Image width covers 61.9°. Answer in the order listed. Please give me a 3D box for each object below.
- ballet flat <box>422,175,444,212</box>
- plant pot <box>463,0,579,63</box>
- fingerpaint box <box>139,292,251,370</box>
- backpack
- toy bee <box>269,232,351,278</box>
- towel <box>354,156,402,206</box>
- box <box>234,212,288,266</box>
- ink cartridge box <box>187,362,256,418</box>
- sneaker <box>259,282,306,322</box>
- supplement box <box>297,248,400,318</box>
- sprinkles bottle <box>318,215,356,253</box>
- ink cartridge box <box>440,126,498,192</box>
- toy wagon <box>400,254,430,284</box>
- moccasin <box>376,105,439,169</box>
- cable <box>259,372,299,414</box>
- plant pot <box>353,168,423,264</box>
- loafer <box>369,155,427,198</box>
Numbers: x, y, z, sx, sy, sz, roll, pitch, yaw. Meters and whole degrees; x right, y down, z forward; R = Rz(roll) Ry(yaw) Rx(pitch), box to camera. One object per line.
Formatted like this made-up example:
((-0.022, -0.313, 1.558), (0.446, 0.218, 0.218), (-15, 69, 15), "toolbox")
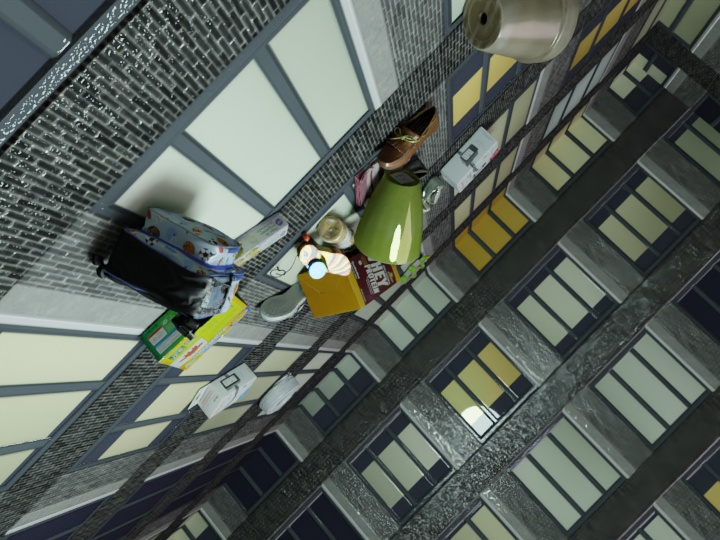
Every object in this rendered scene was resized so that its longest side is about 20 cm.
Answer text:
((0.222, -0.236, 2.055), (0.067, 0.064, 0.201), (-31, 161, -46), "ballet flat")
((0.308, -0.519, 1.222), (0.171, 0.202, 0.201), (-18, 156, -27), "plant pot")
((-0.347, 0.111, 1.286), (0.200, 0.073, 0.167), (-43, 167, -7), "fingerpaint box")
((-0.275, -0.005, 0.942), (0.156, 0.198, 0.190), (-57, 171, -2), "backpack")
((-0.114, -0.036, 1.495), (0.197, 0.130, 0.111), (-13, 122, -37), "toy bee")
((0.062, -0.260, 1.539), (0.200, 0.023, 0.144), (-43, 164, -12), "towel")
((-0.234, -0.048, 1.230), (0.199, 0.039, 0.042), (-38, 167, -31), "box")
((-0.433, 0.385, 1.887), (0.199, 0.068, 0.117), (-28, 158, -53), "ink cartridge box")
((-0.217, 0.109, 1.691), (0.199, 0.078, 0.080), (-31, 156, -53), "sneaker")
((-0.031, 0.021, 1.710), (0.195, 0.135, 0.199), (-14, -168, 42), "supplement box")
((-0.056, -0.093, 1.596), (0.068, 0.068, 0.200), (-45, 168, 4), "sprinkles bottle")
((0.375, -0.376, 2.065), (0.200, 0.083, 0.145), (-47, 167, 7), "ink cartridge box")
((0.272, -0.011, 2.991), (0.201, 0.040, 0.155), (-52, 166, 22), "toy wagon")
((0.115, -0.318, 1.436), (0.200, 0.074, 0.078), (-39, 156, -14), "moccasin")
((-0.355, 0.547, 2.645), (0.200, 0.069, 0.200), (-43, 167, -12), "cable")
((0.088, -0.153, 1.561), (0.186, 0.186, 0.203), (-32, 144, -43), "plant pot")
((0.108, -0.246, 1.654), (0.199, 0.063, 0.072), (-40, 165, -25), "loafer")
